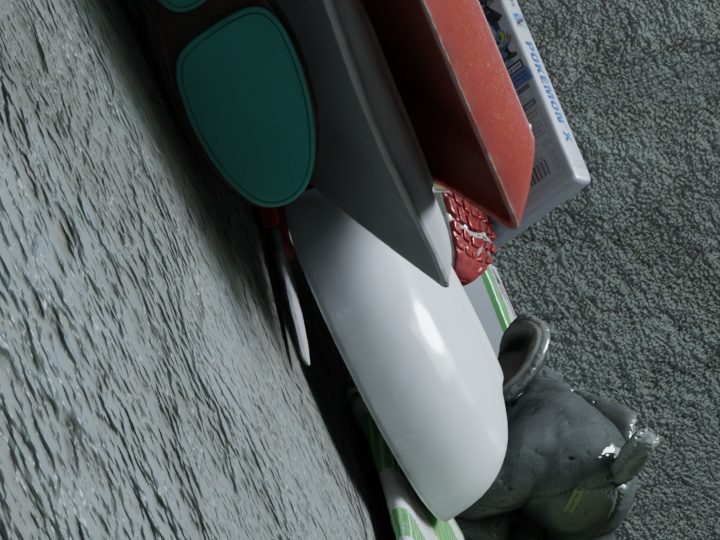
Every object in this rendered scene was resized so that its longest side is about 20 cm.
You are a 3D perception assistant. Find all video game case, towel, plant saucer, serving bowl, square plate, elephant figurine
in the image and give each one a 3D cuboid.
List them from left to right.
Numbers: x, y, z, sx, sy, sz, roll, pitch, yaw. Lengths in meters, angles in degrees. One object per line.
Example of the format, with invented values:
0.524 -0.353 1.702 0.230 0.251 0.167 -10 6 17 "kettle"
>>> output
-0.029 -0.108 1.065 0.198 0.028 0.200 41 -20 51 "square plate"
0.006 -0.135 1.015 0.200 0.037 0.200 36 -23 56 "plant saucer"
0.031 0.035 1.180 0.200 0.066 0.200 63 5 -9 "serving bowl"
0.040 0.172 1.161 0.200 0.023 0.153 -104 169 -49 "towel"
0.053 -0.088 1.481 0.022 0.200 0.183 6 57 -46 "video game case"
0.107 0.100 1.398 0.200 0.155 0.142 -88 176 -52 "elephant figurine"

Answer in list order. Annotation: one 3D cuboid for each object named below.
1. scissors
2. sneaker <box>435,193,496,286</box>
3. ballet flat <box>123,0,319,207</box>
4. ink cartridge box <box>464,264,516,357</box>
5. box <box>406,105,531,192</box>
-0.040 -0.012 1.138 0.073 0.014 0.200 64 5 -52 "scissors"
0.023 -0.055 1.430 0.078 0.082 0.200 40 12 -48 "sneaker"
-0.075 -0.124 0.999 0.200 0.068 0.068 65 -4 -26 "ballet flat"
0.089 0.069 1.692 0.200 0.084 0.146 16 52 -82 "ink cartridge box"
0.019 -0.065 1.143 0.200 0.041 0.039 7 -98 60 "box"
